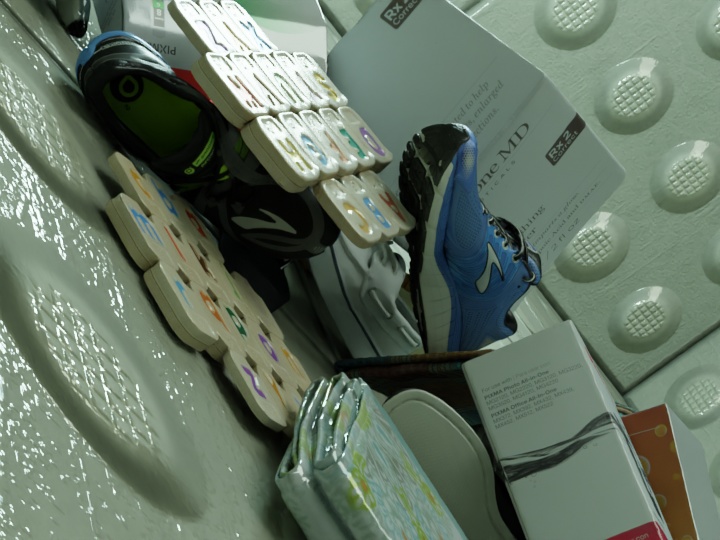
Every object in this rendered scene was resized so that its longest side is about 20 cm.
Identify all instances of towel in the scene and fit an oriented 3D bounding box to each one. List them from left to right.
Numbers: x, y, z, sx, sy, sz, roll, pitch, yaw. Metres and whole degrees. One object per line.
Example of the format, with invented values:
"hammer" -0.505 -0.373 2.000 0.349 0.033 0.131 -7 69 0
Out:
"towel" 0.024 0.161 1.042 0.201 0.048 0.171 57 10 -8
"towel" 0.095 0.094 1.400 0.199 0.146 0.022 24 66 -47

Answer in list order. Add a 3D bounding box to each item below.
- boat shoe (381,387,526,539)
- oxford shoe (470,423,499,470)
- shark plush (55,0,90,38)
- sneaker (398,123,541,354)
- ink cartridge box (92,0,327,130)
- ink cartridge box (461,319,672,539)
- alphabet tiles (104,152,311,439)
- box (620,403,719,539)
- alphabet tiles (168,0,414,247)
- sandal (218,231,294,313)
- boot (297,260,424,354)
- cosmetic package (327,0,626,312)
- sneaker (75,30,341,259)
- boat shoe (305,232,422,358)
"boat shoe" 0.068 0.155 1.265 0.201 0.074 0.060 55 7 -19
"oxford shoe" 0.099 0.156 1.423 0.057 0.076 0.200 18 -3 12
"shark plush" -0.199 -0.242 1.318 0.091 0.083 0.200 48 10 -39
"sneaker" 0.077 -0.023 1.326 0.201 0.088 0.079 84 -7 -45
"ink cartridge box" -0.095 -0.151 1.329 0.160 0.050 0.201 7 40 -28
"ink cartridge box" 0.149 0.153 1.259 0.145 0.083 0.201 55 14 -57
"alphabet tiles" -0.083 0.023 1.129 0.196 0.015 0.200 58 8 24
"box" 0.193 0.215 1.360 0.097 0.124 0.201 43 33 -56
"alphabet tiles" -0.040 -0.099 1.234 0.196 0.015 0.200 52 17 6
"sandal" -0.067 -0.028 1.343 0.076 0.043 0.200 51 8 -25
"boot" 0.004 -0.004 1.584 0.201 0.071 0.144 40 16 -48
"cosmetic package" 0.071 -0.091 1.491 0.165 0.165 0.200 40 2 32
"sneaker" -0.098 -0.068 1.205 0.199 0.071 0.083 39 13 -16
"boat shoe" 0.000 0.000 1.411 0.200 0.065 0.074 64 3 -54
